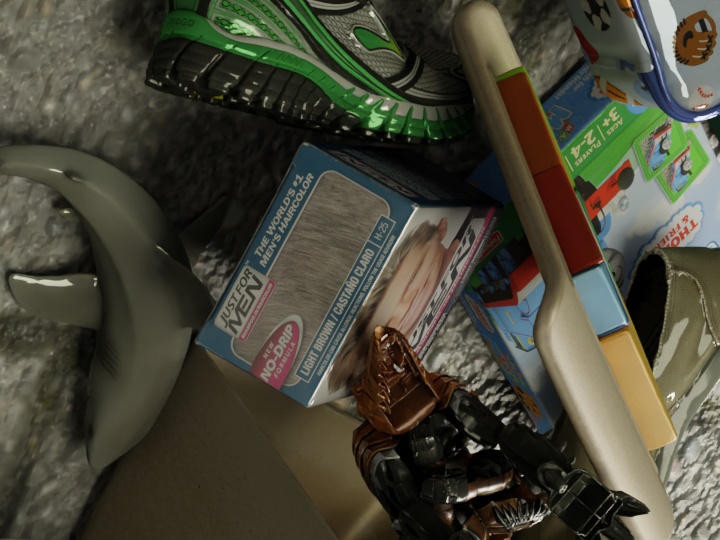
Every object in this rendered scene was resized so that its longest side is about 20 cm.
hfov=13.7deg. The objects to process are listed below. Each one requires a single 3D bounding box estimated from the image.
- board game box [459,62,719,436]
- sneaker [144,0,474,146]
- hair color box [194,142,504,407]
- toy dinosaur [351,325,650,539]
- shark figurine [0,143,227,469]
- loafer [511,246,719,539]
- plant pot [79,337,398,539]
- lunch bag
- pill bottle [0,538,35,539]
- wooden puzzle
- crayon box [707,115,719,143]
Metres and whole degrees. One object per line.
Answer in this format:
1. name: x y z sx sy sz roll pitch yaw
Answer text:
1. board game box: 0.124 -0.007 1.533 0.151 0.037 0.200 -44 138 -11
2. sneaker: -0.010 -0.103 1.319 0.200 0.078 0.086 13 88 -55
3. hair color box: 0.000 0.000 1.338 0.100 0.060 0.200 -62 168 8
4. toy dinosaur: 0.035 0.092 1.305 0.102 0.136 0.200 -51 143 7
5. shark figurine: -0.102 -0.004 1.294 0.128 0.089 0.215 -45 140 -11
6. loafer: 0.124 0.070 1.515 0.069 0.075 0.201 25 96 -36
7. plant pot: -0.033 0.186 1.413 0.177 0.200 0.199 -47 139 10
8. lunch bag: 0.160 -0.182 1.385 0.160 0.075 0.201 -27 113 -20
9. pill bottle: -0.154 0.225 1.317 0.111 0.111 0.201 -2 103 -41
10. wooden puzzle: 0.098 0.000 1.353 0.037 0.201 0.185 -19 137 8
11. crayon box: 0.252 -0.152 1.535 0.200 0.058 0.173 -46 138 -9
